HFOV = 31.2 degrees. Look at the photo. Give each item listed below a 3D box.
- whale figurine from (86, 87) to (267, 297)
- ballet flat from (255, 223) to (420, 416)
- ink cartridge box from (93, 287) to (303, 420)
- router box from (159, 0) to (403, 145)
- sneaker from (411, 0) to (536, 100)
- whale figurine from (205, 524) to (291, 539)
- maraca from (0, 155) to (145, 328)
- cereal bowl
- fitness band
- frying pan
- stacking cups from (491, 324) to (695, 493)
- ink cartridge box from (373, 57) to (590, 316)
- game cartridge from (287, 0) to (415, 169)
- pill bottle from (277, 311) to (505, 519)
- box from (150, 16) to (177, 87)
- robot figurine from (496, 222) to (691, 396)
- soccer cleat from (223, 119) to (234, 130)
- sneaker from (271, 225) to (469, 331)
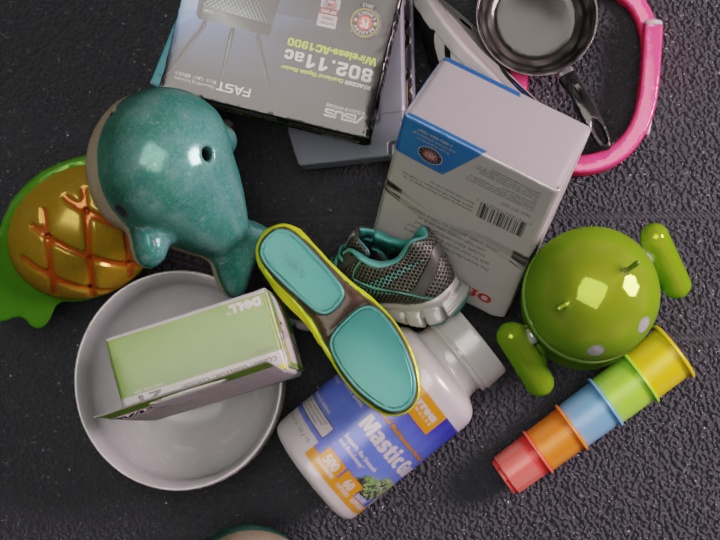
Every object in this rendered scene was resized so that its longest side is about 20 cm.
[{"bbox_3d":[-0.140,-0.067,1.116,0.200,0.103,0.160,50,53,-28],"label":"whale figurine"},{"bbox_3d":[-0.018,0.041,1.130,0.067,0.067,0.200,-40,85,-5],"label":"ballet flat"},{"bbox_3d":[-0.136,0.069,1.072,0.147,0.200,0.076,-17,82,2],"label":"ink cartridge box"},{"bbox_3d":[-0.070,-0.210,1.171,0.198,0.062,0.151,13,89,-1],"label":"router box"},{"bbox_3d":[0.083,-0.166,1.230,0.112,0.073,0.201,-49,60,25],"label":"sneaker"},{"bbox_3d":[-0.081,0.321,1.187,0.159,0.104,0.200,-43,106,-2],"label":"whale figurine"},{"bbox_3d":[-0.269,-0.026,1.177,0.199,0.107,0.137,-33,120,4],"label":"maraca"},{"bbox_3d":[-0.163,0.103,1.213,0.198,0.083,0.202,-1,84,5],"label":"cereal bowl"},{"bbox_3d":[0.214,-0.189,1.237,0.142,0.037,0.202,6,83,6],"label":"fitness band"},{"bbox_3d":[0.193,-0.214,1.212,0.190,0.031,0.115,41,88,2],"label":"frying pan"},{"bbox_3d":[0.213,0.136,1.189,0.200,0.061,0.061,-40,82,1],"label":"stacking cups"},{"bbox_3d":[0.100,-0.068,1.147,0.145,0.201,0.085,27,57,8],"label":"ink cartridge box"},{"bbox_3d":[-0.013,-0.200,1.240,0.132,0.040,0.202,-3,82,20],"label":"game cartridge"},{"bbox_3d":[0.031,0.123,1.179,0.200,0.112,0.112,-39,82,0],"label":"pill bottle"},{"bbox_3d":[-0.138,-0.255,1.253,0.049,0.082,0.201,20,85,7],"label":"box"},{"bbox_3d":[0.198,0.026,1.130,0.175,0.200,0.116,-32,80,0],"label":"robot figurine"},{"bbox_3d":[-0.216,-0.104,1.250,0.199,0.069,0.086,-31,92,6],"label":"soccer cleat"},{"bbox_3d":[0.000,0.000,1.181,0.198,0.078,0.092,-6,120,28],"label":"sneaker"}]
